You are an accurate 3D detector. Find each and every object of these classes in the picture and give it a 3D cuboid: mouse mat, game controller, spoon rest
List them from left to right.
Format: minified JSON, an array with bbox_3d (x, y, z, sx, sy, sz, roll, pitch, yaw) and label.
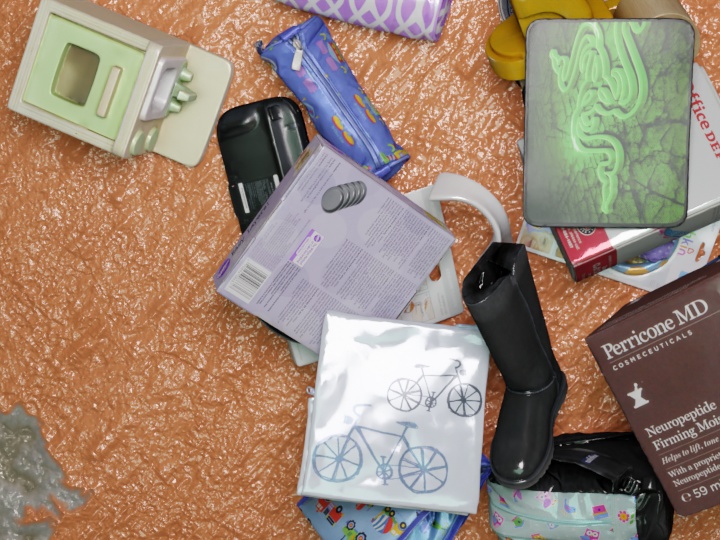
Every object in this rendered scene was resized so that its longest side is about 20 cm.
[{"bbox_3d":[-0.096,-0.089,1.451,0.104,0.042,0.201,-10,98,26],"label":"game controller"},{"bbox_3d":[0.134,-0.016,1.360,0.060,0.100,0.200,-3,134,30],"label":"spoon rest"},{"bbox_3d":[0.236,-0.140,1.248,0.160,0.008,0.201,0,98,3],"label":"mouse mat"}]

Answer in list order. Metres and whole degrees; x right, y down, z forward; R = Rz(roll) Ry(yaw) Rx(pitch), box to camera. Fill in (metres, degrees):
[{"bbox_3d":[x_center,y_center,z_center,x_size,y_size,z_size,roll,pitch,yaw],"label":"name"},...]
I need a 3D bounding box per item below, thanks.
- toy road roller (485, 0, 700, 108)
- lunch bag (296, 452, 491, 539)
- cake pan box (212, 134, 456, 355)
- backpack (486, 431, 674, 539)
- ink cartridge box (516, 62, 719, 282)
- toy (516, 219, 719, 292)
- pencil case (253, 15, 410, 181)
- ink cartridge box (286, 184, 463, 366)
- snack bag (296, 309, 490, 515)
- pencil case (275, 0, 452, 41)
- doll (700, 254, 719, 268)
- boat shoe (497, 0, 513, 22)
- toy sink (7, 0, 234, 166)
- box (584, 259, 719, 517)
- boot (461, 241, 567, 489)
[{"bbox_3d":[0.221,-0.245,1.292,0.199,0.123,0.146,-21,123,9],"label":"toy road roller"},{"bbox_3d":[0.046,0.232,1.422,0.094,0.151,0.200,28,100,-41],"label":"lunch bag"},{"bbox_3d":[-0.029,-0.010,1.364,0.184,0.052,0.200,32,100,-19],"label":"cake pan box"},{"bbox_3d":[0.232,0.242,1.391,0.199,0.167,0.127,-5,99,19],"label":"backpack"},{"bbox_3d":[0.280,-0.097,1.321,0.199,0.083,0.146,-23,73,5],"label":"ink cartridge box"},{"bbox_3d":[0.276,-0.045,1.383,0.199,0.047,0.116,19,104,7],"label":"toy"},{"bbox_3d":[-0.028,-0.178,1.394,0.078,0.087,0.200,-33,94,4],"label":"pencil case"},{"bbox_3d":[0.000,0.000,1.427,0.199,0.047,0.161,-18,113,-7],"label":"ink cartridge box"},{"bbox_3d":[0.036,0.144,1.349,0.188,0.021,0.201,6,84,-1],"label":"snack bag"},{"bbox_3d":[0.002,-0.302,1.372,0.199,0.086,0.084,18,140,6],"label":"pencil case"},{"bbox_3d":[0.400,0.038,1.376,0.136,0.048,0.201,3,101,15],"label":"doll"},{"bbox_3d":[0.183,-0.337,1.323,0.074,0.093,0.201,14,102,7],"label":"boat shoe"},{"bbox_3d":[-0.259,-0.201,1.416,0.199,0.112,0.131,24,104,5],"label":"toy sink"},{"bbox_3d":[0.356,0.105,1.290,0.166,0.164,0.201,-30,87,29],"label":"box"},{"bbox_3d":[0.149,0.095,1.307,0.065,0.165,0.200,-1,132,23],"label":"boot"}]
